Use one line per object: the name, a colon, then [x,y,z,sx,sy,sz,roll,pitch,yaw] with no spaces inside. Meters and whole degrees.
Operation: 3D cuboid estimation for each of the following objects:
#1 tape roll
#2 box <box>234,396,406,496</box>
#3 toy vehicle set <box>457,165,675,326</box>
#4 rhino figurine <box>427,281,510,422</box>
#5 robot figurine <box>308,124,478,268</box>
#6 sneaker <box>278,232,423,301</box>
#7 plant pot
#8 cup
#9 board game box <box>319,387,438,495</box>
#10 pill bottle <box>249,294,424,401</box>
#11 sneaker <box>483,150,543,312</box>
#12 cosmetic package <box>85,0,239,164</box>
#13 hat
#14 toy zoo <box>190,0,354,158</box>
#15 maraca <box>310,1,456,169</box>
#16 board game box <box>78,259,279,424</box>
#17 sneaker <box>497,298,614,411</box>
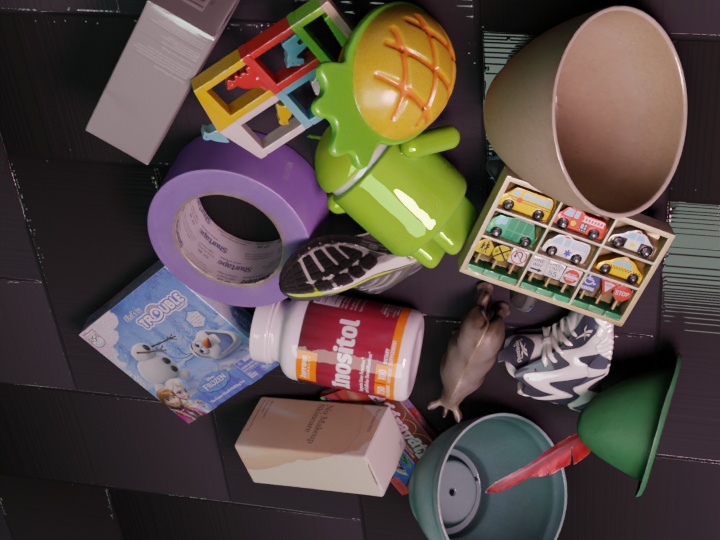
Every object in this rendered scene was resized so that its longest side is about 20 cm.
tape roll: [-0.142,-0.060,1.609,0.199,0.085,0.201,8,130,10]
box: [-0.051,0.228,1.795,0.199,0.095,0.078,0,132,28]
toy vehicle set: [0.219,-0.024,1.479,0.199,0.027,0.125,18,118,-12]
rhino figurine: [0.127,0.112,1.665,0.059,0.088,0.201,21,132,0]
robot figurine: [0.034,-0.096,1.495,0.200,0.116,0.175,41,144,-12]
sneaker: [0.000,0.000,1.571,0.199,0.074,0.081,-16,147,-20]
plant pot: [0.143,0.283,1.754,0.200,0.201,0.134,44,154,-20]
cup: [0.207,-0.156,1.366,0.143,0.200,0.201,7,138,51]
board game box: [0.043,0.217,1.827,0.103,0.019,0.200,-22,119,31]
pill bottle: [-0.029,0.087,1.676,0.199,0.113,0.113,10,131,9]
sneaker: [0.176,-0.048,1.532,0.081,0.073,0.201,10,121,14]
cosmetic package: [-0.213,-0.224,1.478,0.090,0.107,0.200,27,134,-7]
hat: [0.264,0.164,1.604,0.175,0.201,0.166,17,145,13]
toy zoo: [-0.085,-0.193,1.445,0.199,0.021,0.131,-31,139,13]
maraca: [0.023,-0.187,1.378,0.107,0.200,0.138,-1,123,46]
board game box: [-0.232,0.091,1.791,0.199,0.043,0.200,42,129,-17]
sneaker: [0.227,0.087,1.616,0.129,0.080,0.200,3,140,4]
